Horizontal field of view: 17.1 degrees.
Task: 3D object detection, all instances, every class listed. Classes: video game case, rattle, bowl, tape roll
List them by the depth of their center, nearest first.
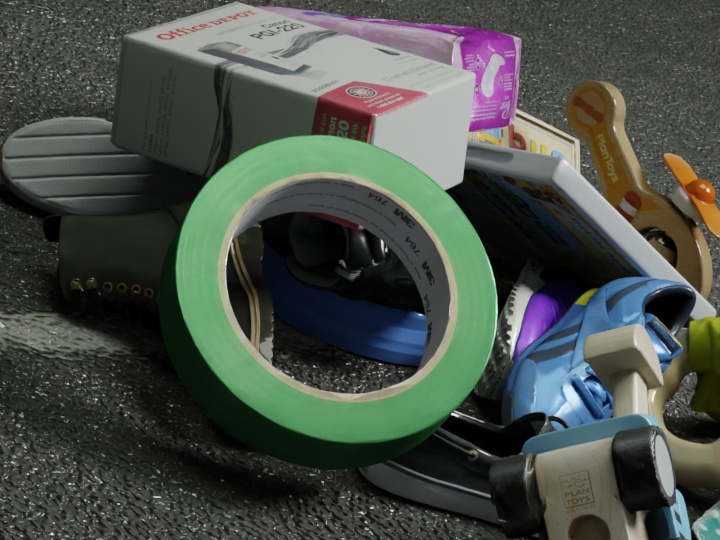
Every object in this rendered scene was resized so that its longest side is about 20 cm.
[{"bbox_3d":[-0.019,0.018,1.436,0.200,0.048,0.201,7,64,-16],"label":"tape roll"},{"bbox_3d":[0.260,0.141,1.644,0.130,0.143,0.200,-16,49,-8],"label":"rattle"},{"bbox_3d":[0.000,0.000,1.714,0.200,0.039,0.201,19,22,-8],"label":"bowl"},{"bbox_3d":[0.137,-0.030,1.722,0.182,0.023,0.200,16,-21,51],"label":"video game case"}]

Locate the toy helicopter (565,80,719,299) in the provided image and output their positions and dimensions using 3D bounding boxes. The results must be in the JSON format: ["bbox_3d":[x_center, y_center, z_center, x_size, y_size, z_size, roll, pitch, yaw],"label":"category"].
[{"bbox_3d":[0.213,-0.056,1.834,0.079,0.132,0.200,-5,72,-50],"label":"toy helicopter"}]

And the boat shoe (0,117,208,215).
[{"bbox_3d":[-0.155,-0.065,1.688,0.200,0.072,0.071,4,-8,-14],"label":"boat shoe"}]

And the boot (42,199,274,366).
[{"bbox_3d":[-0.125,0.033,1.507,0.138,0.078,0.200,-3,38,-8],"label":"boot"}]

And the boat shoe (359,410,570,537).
[{"bbox_3d":[0.099,0.117,1.494,0.200,0.066,0.070,16,22,-14],"label":"boat shoe"}]

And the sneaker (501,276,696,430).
[{"bbox_3d":[0.161,0.062,1.597,0.078,0.066,0.200,-13,22,39],"label":"sneaker"}]

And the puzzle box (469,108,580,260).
[{"bbox_3d":[0.089,-0.081,1.859,0.200,0.025,0.133,23,51,-29],"label":"puzzle box"}]

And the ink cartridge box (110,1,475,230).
[{"bbox_3d":[-0.045,-0.107,1.604,0.200,0.085,0.146,18,23,26],"label":"ink cartridge box"}]

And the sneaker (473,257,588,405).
[{"bbox_3d":[0.143,0.052,1.687,0.099,0.070,0.200,26,22,4],"label":"sneaker"}]

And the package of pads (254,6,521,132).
[{"bbox_3d":[0.005,-0.146,1.745,0.200,0.076,0.120,10,11,26],"label":"package of pads"}]

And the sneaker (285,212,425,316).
[{"bbox_3d":[0.001,-0.035,1.642,0.114,0.076,0.200,9,22,-22],"label":"sneaker"}]

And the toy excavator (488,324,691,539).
[{"bbox_3d":[0.150,0.125,1.425,0.100,0.195,0.200,-15,-11,17],"label":"toy excavator"}]

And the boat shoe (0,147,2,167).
[{"bbox_3d":[-0.312,-0.110,1.665,0.073,0.063,0.200,35,9,-47],"label":"boat shoe"}]
